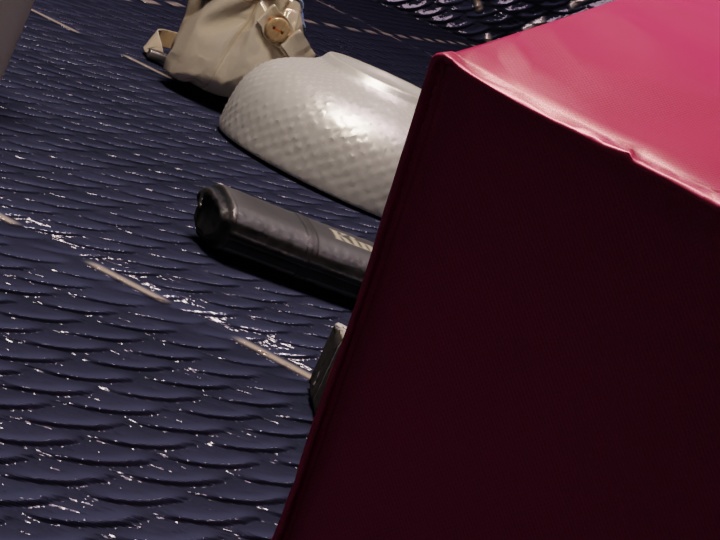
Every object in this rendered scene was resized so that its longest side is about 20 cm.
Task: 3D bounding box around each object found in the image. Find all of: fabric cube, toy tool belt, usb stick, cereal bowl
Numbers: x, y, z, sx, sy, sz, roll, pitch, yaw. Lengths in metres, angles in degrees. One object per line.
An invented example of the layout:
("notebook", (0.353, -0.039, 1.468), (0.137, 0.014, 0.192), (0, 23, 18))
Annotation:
("fabric cube", (0.115, 0.040, 0.775), (0.199, 0.197, 0.199), (29, 26, 20))
("toy tool belt", (-0.095, -0.203, 1.853), (0.124, 0.123, 0.200), (18, 8, -16))
("usb stick", (0.000, 0.000, 1.303), (0.199, 0.033, 0.055), (21, 10, -25))
("cereal bowl", (0.002, -0.102, 1.710), (0.199, 0.084, 0.200), (24, 9, -4))

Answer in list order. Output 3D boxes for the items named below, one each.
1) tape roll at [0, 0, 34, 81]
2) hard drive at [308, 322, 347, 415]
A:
("tape roll", (-0.275, -0.193, 1.335), (0.202, 0.140, 0.203), (24, 10, -5))
("hard drive", (0.052, 0.082, 0.978), (0.139, 0.038, 0.200), (23, 10, -8))
